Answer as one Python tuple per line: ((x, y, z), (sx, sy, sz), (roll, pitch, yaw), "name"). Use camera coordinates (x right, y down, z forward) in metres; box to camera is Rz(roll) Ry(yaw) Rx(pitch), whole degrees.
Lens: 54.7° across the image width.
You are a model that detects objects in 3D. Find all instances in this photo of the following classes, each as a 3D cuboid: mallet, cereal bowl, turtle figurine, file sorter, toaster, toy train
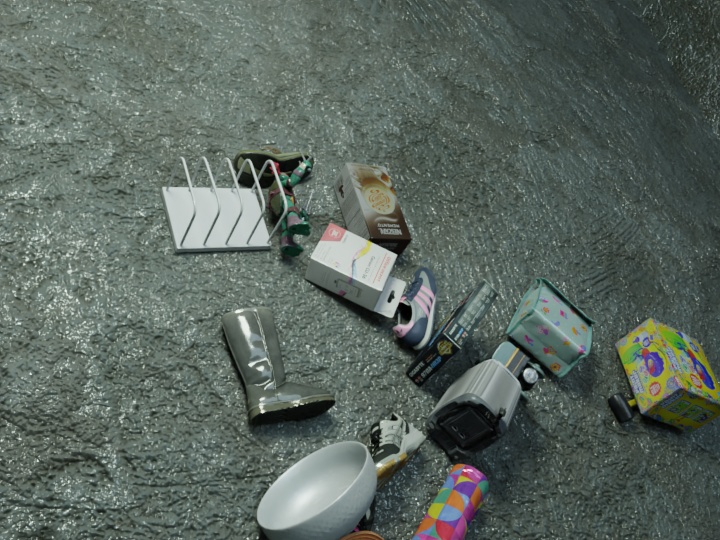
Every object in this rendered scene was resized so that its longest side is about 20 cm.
((0.670, 0.324, 1.673), (0.196, 0.041, 0.067), (3, 55, -37), "mallet")
((-0.057, 0.358, 1.068), (0.199, 0.197, 0.085), (-39, 106, -44), "cereal bowl")
((-0.140, -0.139, 1.412), (0.098, 0.151, 0.204), (-4, 54, -5), "turtle figurine")
((-0.258, -0.131, 1.327), (0.196, 0.125, 0.141), (-4, 59, -34), "file sorter")
((0.219, 0.254, 1.306), (0.113, 0.200, 0.129), (42, 46, 0), "toaster")
((0.294, 0.208, 1.406), (0.113, 0.200, 0.086), (40, 75, 6), "toy train")

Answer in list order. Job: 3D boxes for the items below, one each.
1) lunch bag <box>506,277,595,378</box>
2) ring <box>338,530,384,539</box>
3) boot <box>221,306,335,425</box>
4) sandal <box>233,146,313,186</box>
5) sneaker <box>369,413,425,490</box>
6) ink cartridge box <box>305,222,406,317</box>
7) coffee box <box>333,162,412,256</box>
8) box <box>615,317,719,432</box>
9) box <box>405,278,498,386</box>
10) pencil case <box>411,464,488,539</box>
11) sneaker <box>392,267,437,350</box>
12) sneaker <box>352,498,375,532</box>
((0.449, 0.118, 1.618), (0.169, 0.123, 0.200), (40, 37, 2), "lunch bag")
((-0.025, 0.483, 1.026), (0.197, 0.019, 0.207), (-12, 107, -41), "ring")
((-0.146, 0.162, 1.235), (0.178, 0.073, 0.203), (4, 50, -34), "boot")
((-0.189, -0.228, 1.487), (0.198, 0.081, 0.057), (-7, 44, -44), "sandal")
((0.041, 0.313, 1.220), (0.087, 0.076, 0.199), (42, 18, 15), "sneaker")
((0.000, 0.000, 1.412), (0.196, 0.068, 0.118), (25, 46, 2), "ink cartridge box")
((0.025, -0.131, 1.544), (0.112, 0.080, 0.204), (0, 58, -33), "coffee box")
((0.752, 0.255, 1.689), (0.189, 0.122, 0.204), (21, 42, -26), "box")
((0.186, 0.126, 1.407), (0.046, 0.160, 0.200), (41, 46, 4), "box")
((0.155, 0.435, 1.219), (0.088, 0.089, 0.200), (43, 47, 3), "pencil case")
((0.112, 0.063, 1.460), (0.081, 0.070, 0.204), (31, 44, -25), "sneaker")
((-0.013, 0.421, 1.112), (0.076, 0.084, 0.202), (32, 46, -9), "sneaker")
